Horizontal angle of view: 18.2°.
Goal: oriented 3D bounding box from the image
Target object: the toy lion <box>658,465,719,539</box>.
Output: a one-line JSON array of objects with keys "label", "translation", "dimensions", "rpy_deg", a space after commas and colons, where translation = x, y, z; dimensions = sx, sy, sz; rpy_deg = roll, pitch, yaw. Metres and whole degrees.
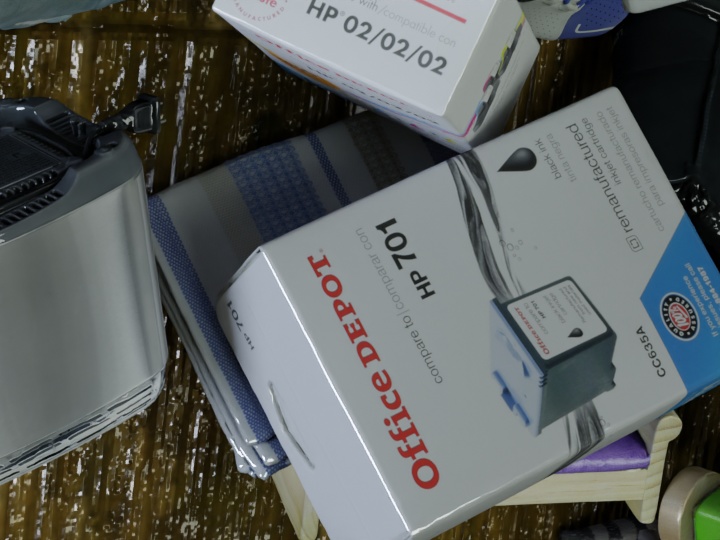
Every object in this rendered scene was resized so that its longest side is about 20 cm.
[{"label": "toy lion", "translation": [0.244, 0.147, 1.207], "dimensions": [0.191, 0.068, 0.201], "rpy_deg": [-28, 121, -40]}]

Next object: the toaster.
[{"label": "toaster", "translation": [-0.164, 0.011, 0.978], "dimensions": [0.200, 0.113, 0.130], "rpy_deg": [-27, 124, -30]}]

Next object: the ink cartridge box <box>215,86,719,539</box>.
[{"label": "ink cartridge box", "translation": [0.057, 0.026, 1.025], "dimensions": [0.199, 0.086, 0.147], "rpy_deg": [-25, 82, -26]}]

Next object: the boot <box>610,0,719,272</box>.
[{"label": "boot", "translation": [0.210, -0.056, 1.171], "dimensions": [0.199, 0.077, 0.169], "rpy_deg": [19, 52, -5]}]

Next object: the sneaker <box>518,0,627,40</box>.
[{"label": "sneaker", "translation": [0.080, -0.155, 1.105], "dimensions": [0.199, 0.115, 0.081], "rpy_deg": [15, 97, -40]}]

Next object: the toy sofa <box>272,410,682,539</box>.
[{"label": "toy sofa", "translation": [0.055, 0.072, 1.137], "dimensions": [0.199, 0.083, 0.098], "rpy_deg": [-1, 116, -15]}]

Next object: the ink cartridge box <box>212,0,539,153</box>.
[{"label": "ink cartridge box", "translation": [0.008, -0.112, 1.001], "dimensions": [0.068, 0.115, 0.200], "rpy_deg": [-65, 169, -1]}]

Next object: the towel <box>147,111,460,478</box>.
[{"label": "towel", "translation": [0.000, 0.000, 1.087], "dimensions": [0.199, 0.024, 0.147], "rpy_deg": [-23, 77, -24]}]

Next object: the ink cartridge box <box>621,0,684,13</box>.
[{"label": "ink cartridge box", "translation": [0.164, -0.236, 1.017], "dimensions": [0.145, 0.083, 0.201], "rpy_deg": [-12, 116, 14]}]

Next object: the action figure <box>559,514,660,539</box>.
[{"label": "action figure", "translation": [0.222, 0.136, 1.325], "dimensions": [0.193, 0.105, 0.201], "rpy_deg": [-25, 142, -35]}]

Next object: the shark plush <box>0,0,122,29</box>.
[{"label": "shark plush", "translation": [-0.125, -0.121, 0.979], "dimensions": [0.199, 0.083, 0.091], "rpy_deg": [6, 101, -38]}]
